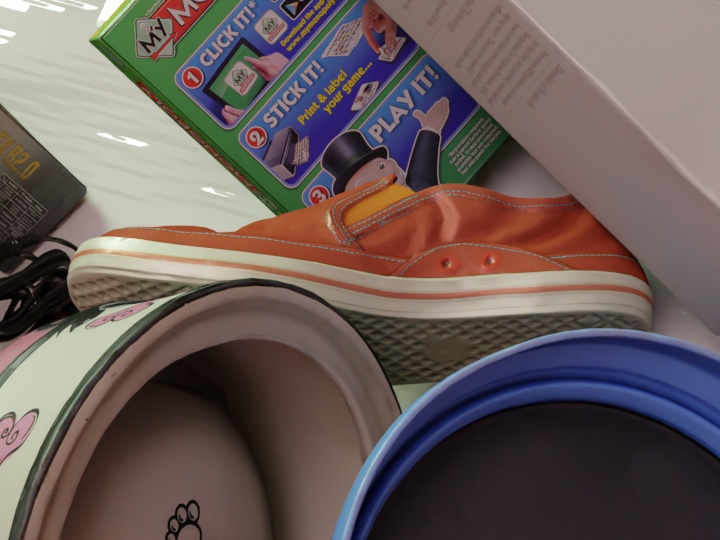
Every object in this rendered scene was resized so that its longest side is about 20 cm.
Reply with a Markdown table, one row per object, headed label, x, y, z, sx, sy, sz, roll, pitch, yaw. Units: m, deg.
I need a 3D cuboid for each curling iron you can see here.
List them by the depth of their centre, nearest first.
| label | x | y | z | sx | sy | sz | roll | pitch | yaw |
| --- | --- | --- | --- | --- | --- | --- | --- | --- | --- |
| curling iron | -0.158 | 0.066 | 0.884 | 0.026 | 0.050 | 0.200 | -16 | 38 | 56 |

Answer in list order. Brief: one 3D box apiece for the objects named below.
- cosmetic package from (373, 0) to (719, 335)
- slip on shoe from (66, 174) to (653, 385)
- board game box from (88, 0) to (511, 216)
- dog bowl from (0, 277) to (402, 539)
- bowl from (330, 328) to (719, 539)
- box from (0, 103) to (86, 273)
| label | x | y | z | sx | sy | sz | roll | pitch | yaw |
| --- | --- | --- | --- | --- | --- | --- | --- | --- | --- |
| cosmetic package | 0.095 | -0.089 | 0.827 | 0.200 | 0.081 | 0.113 | 42 | 71 | 3 |
| slip on shoe | 0.000 | 0.000 | 0.853 | 0.200 | 0.074 | 0.061 | -1 | 61 | -7 |
| board game box | 0.019 | -0.110 | 0.893 | 0.135 | 0.029 | 0.200 | 43 | 83 | -11 |
| dog bowl | -0.066 | 0.100 | 0.788 | 0.074 | 0.200 | 0.200 | 6 | 69 | 37 |
| bowl | 0.077 | 0.119 | 0.762 | 0.201 | 0.039 | 0.201 | 7 | 71 | -20 |
| box | -0.199 | -0.095 | 0.896 | 0.048 | 0.200 | 0.158 | -46 | 63 | -2 |
